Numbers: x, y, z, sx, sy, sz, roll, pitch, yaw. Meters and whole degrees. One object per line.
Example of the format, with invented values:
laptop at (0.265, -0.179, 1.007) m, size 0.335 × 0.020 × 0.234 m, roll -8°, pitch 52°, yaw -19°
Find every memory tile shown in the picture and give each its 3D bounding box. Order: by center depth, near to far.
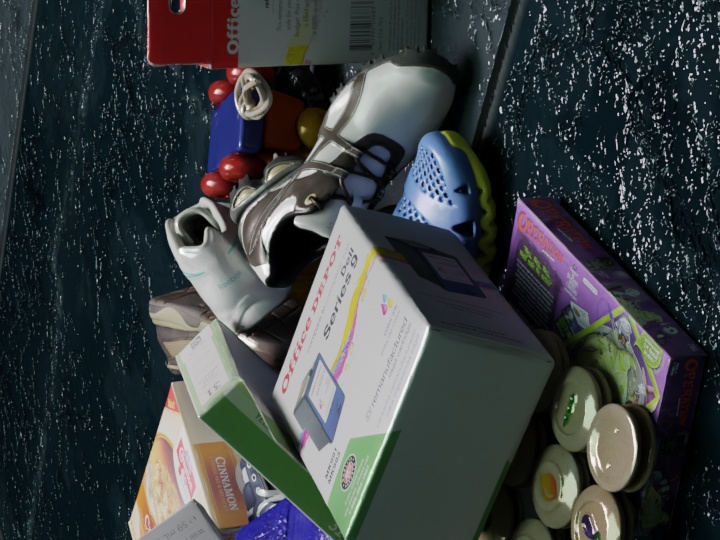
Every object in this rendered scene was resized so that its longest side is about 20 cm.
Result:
memory tile at (0.107, 0.147, 1.453) m, size 0.153 × 0.017 × 0.200 m, roll 45°, pitch 125°, yaw 54°

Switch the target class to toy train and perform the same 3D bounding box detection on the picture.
toy train at (-0.039, -0.100, 1.732) m, size 0.200 × 0.116 × 0.085 m, roll 151°, pitch 124°, yaw -74°

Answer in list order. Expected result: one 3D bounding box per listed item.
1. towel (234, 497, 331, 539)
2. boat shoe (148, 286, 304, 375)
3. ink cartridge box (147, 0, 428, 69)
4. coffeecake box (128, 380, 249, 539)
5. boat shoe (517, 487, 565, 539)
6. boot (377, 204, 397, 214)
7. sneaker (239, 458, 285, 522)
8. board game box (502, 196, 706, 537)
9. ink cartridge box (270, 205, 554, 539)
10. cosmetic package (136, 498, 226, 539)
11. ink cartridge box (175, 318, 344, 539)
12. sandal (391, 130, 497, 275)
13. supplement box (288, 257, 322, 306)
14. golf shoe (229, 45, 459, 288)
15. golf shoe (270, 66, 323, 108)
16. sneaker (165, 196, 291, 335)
towel at (-0.024, 0.205, 1.752) m, size 0.200 × 0.050 × 0.148 m, roll -36°, pitch 46°, yaw 39°
boat shoe at (-0.088, 0.058, 1.819) m, size 0.200 × 0.074 × 0.073 m, roll 16°, pitch 118°, yaw 62°
ink cartridge box at (-0.057, -0.198, 1.677) m, size 0.067 × 0.200 × 0.116 m, roll -152°, pitch 61°, yaw -65°
coffeecake box at (-0.128, 0.212, 2.098) m, size 0.200 × 0.073 × 0.154 m, roll 111°, pitch 149°, yaw -45°
boat shoe at (0.066, 0.111, 1.591) m, size 0.202 × 0.075 × 0.086 m, roll -149°, pitch 58°, yaw -61°
boot at (0.000, 0.000, 1.753) m, size 0.200 × 0.074 × 0.076 m, roll 116°, pitch 153°, yaw -55°
sneaker at (-0.043, 0.192, 1.885) m, size 0.200 × 0.070 × 0.109 m, roll -161°, pitch 67°, yaw -70°
board game box at (0.136, 0.053, 1.467) m, size 0.200 × 0.032 × 0.120 m, roll -128°, pitch 35°, yaw -53°
ink cartridge box at (0.026, 0.067, 1.513) m, size 0.200 × 0.087 × 0.145 m, roll -121°, pitch 49°, yaw -64°
cosmetic package at (-0.108, 0.286, 1.903) m, size 0.200 × 0.102 × 0.074 m, roll 53°, pitch 176°, yaw 8°
ink cartridge box at (-0.045, 0.126, 1.645) m, size 0.048 × 0.146 × 0.200 m, roll -43°, pitch 25°, yaw 7°
sandal at (0.034, 0.002, 1.638) m, size 0.079 × 0.087 × 0.200 m, roll -126°, pitch 40°, yaw -56°
supplement box at (-0.045, 0.040, 1.871) m, size 0.067 × 0.069 × 0.200 m, roll 130°, pitch 133°, yaw -61°
golf shoe at (-0.003, -0.062, 1.657) m, size 0.200 × 0.078 × 0.095 m, roll -44°, pitch 36°, yaw 27°
golf shoe at (-0.065, -0.186, 1.850) m, size 0.095 × 0.078 × 0.200 m, roll -125°, pitch 38°, yaw -52°
sneaker at (-0.101, -0.023, 1.780) m, size 0.080 × 0.070 × 0.200 m, roll 49°, pitch -179°, yaw -19°
